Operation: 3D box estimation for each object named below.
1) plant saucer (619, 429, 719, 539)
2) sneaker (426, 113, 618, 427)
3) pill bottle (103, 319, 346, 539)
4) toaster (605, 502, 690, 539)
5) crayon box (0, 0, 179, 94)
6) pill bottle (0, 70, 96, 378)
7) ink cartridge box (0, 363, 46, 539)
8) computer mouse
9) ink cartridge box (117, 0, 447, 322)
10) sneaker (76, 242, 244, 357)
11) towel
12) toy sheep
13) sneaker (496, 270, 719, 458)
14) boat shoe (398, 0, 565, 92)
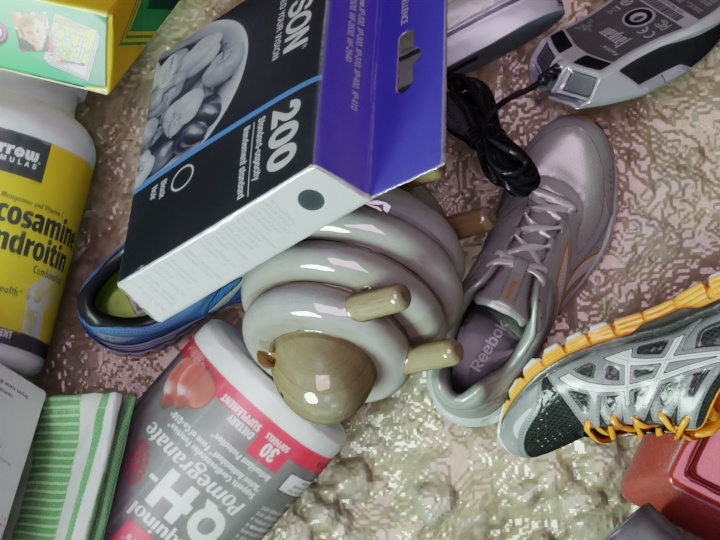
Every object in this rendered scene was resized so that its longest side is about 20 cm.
[{"bbox_3d":[0.284,0.089,0.978,0.200,0.037,0.200,27,89,8],"label":"plant saucer"},{"bbox_3d":[0.098,0.000,0.982,0.076,0.092,0.200,22,88,9],"label":"sneaker"},{"bbox_3d":[-0.112,0.136,0.989,0.111,0.111,0.200,42,92,9],"label":"pill bottle"},{"bbox_3d":[0.185,0.232,0.912,0.181,0.200,0.119,44,89,17],"label":"toaster"},{"bbox_3d":[-0.212,-0.190,1.003,0.200,0.173,0.058,13,129,9],"label":"crayon box"},{"bbox_3d":[-0.225,-0.042,1.014,0.112,0.112,0.200,11,80,8],"label":"pill bottle"},{"bbox_3d":[-0.276,0.149,0.935,0.145,0.085,0.200,-15,49,38],"label":"ink cartridge box"},{"bbox_3d":[0.142,-0.116,0.989,0.200,0.044,0.110,-29,39,-11],"label":"computer mouse"},{"bbox_3d":[-0.041,-0.092,0.924,0.200,0.043,0.198,-27,39,28],"label":"ink cartridge box"},{"bbox_3d":[-0.083,-0.012,1.008,0.200,0.089,0.079,-33,82,2],"label":"sneaker"},{"bbox_3d":[-0.219,0.144,0.980,0.200,0.023,0.153,-7,64,39],"label":"towel"},{"bbox_3d":[0.000,0.000,0.938,0.138,0.138,0.200,14,53,9],"label":"toy sheep"},{"bbox_3d":[0.169,0.065,0.953,0.200,0.078,0.077,-29,65,22],"label":"sneaker"},{"bbox_3d":[0.016,-0.148,1.014,0.202,0.075,0.086,-27,83,2],"label":"boat shoe"}]
